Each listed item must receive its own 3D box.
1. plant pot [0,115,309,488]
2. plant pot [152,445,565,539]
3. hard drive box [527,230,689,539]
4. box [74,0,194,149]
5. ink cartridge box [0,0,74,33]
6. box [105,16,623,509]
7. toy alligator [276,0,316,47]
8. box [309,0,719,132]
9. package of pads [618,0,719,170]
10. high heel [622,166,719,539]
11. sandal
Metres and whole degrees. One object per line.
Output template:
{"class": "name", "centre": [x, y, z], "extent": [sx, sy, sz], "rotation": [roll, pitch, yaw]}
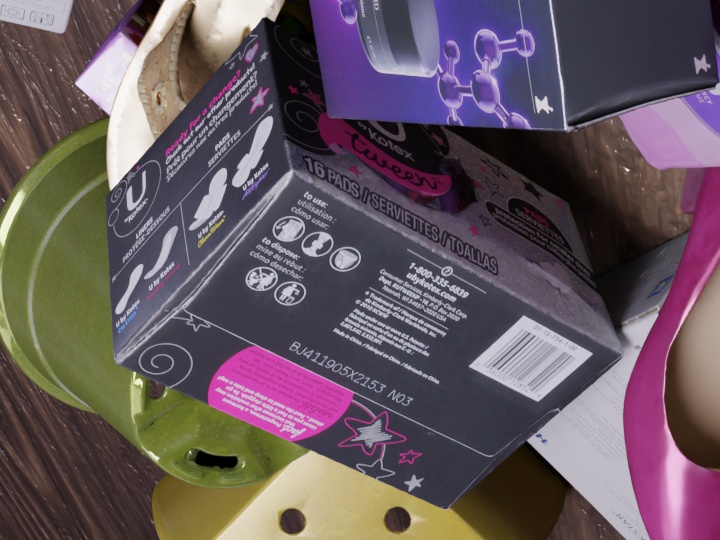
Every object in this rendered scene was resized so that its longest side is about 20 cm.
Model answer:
{"class": "plant pot", "centre": [-0.095, 0.029, 1.004], "extent": [0.200, 0.200, 0.190], "rotation": [57, 172, -30]}
{"class": "plant pot", "centre": [-0.004, 0.158, 1.068], "extent": [0.200, 0.200, 0.176], "rotation": [44, -173, -4]}
{"class": "hard drive box", "centre": [0.172, 0.070, 0.886], "extent": [0.156, 0.077, 0.200], "rotation": [45, 155, -5]}
{"class": "box", "centre": [-0.059, -0.061, 0.955], "extent": [0.200, 0.039, 0.137], "rotation": [42, -166, -13]}
{"class": "ink cartridge box", "centre": [-0.147, -0.211, 0.855], "extent": [0.050, 0.109, 0.200], "rotation": [11, 158, -11]}
{"class": "box", "centre": [0.000, 0.000, 0.811], "extent": [0.200, 0.115, 0.132], "rotation": [27, 122, -32]}
{"class": "toy alligator", "centre": [-0.055, -0.117, 0.938], "extent": [0.200, 0.059, 0.054], "rotation": [41, 156, 2]}
{"class": "box", "centre": [0.040, -0.156, 0.613], "extent": [0.141, 0.079, 0.201], "rotation": [8, 112, 52]}
{"class": "package of pads", "centre": [0.160, -0.099, 0.628], "extent": [0.200, 0.076, 0.121], "rotation": [2, 136, 55]}
{"class": "high heel", "centre": [0.156, 0.034, 0.727], "extent": [0.067, 0.201, 0.096], "rotation": [2, 180, -13]}
{"class": "sandal", "centre": [-0.073, -0.094, 0.836], "extent": [0.077, 0.213, 0.070], "rotation": [19, -164, -6]}
